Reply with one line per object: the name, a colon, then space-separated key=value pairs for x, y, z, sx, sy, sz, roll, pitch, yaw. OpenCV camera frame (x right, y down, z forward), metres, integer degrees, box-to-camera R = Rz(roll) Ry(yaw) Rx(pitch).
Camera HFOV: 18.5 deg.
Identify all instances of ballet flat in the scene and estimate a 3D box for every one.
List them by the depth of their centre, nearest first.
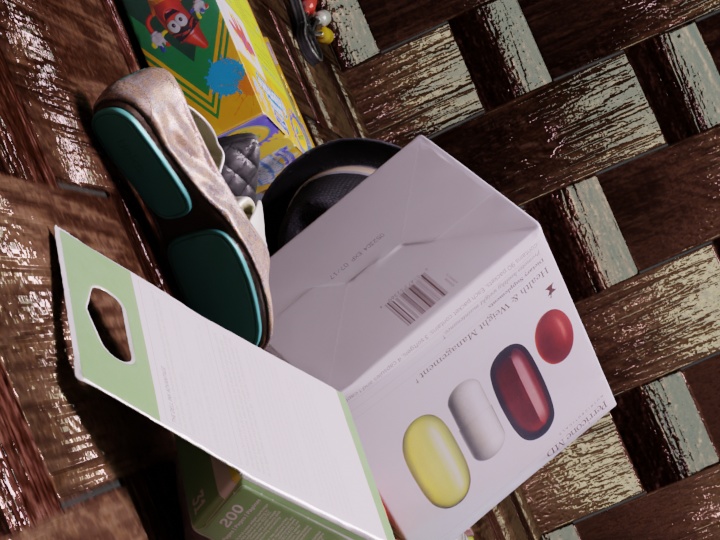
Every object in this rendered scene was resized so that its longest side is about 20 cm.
ballet flat: x=-0.096 y=-0.041 z=1.387 sx=0.067 sy=0.068 sz=0.200 roll=-54 pitch=129 yaw=-43
ballet flat: x=-0.070 y=-0.011 z=1.606 sx=0.067 sy=0.057 sz=0.200 roll=-113 pitch=-179 yaw=-52

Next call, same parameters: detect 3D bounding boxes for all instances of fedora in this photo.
fedora: x=0.000 y=0.000 z=1.687 sx=0.201 sy=0.200 sz=0.092 roll=66 pitch=18 yaw=-3

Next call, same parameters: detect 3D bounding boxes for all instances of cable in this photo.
cable: x=-0.068 y=-0.343 z=3.056 sx=0.200 sy=0.050 sz=0.097 roll=-98 pitch=163 yaw=-75

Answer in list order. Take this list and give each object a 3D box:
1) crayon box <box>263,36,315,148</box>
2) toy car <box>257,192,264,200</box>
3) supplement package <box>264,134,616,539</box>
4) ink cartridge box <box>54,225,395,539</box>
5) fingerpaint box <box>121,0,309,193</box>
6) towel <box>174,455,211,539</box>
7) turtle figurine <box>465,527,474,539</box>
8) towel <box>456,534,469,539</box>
crayon box: x=-0.092 y=-0.146 z=2.007 sx=0.200 sy=0.051 sz=0.126 roll=-55 pitch=122 yaw=-83
toy car: x=-0.021 y=-0.010 z=1.930 sx=0.200 sy=0.158 sz=0.165 roll=6 pitch=52 yaw=-50
supplement package: x=0.043 y=0.057 z=1.549 sx=0.147 sy=0.191 sz=0.200 roll=41 pitch=-14 yaw=43
ink cartridge box: x=-0.080 y=0.074 z=1.127 sx=0.200 sy=0.048 sz=0.146 roll=30 pitch=21 yaw=-27
fingerpaint box: x=-0.115 y=-0.159 z=1.727 sx=0.200 sy=0.073 sz=0.167 roll=38 pitch=28 yaw=-78
towel: x=-0.008 y=0.188 z=1.130 sx=0.191 sy=0.032 sz=0.200 roll=31 pitch=20 yaw=-25
turtle figurine: x=0.082 y=0.200 z=2.172 sx=0.161 sy=0.064 sz=0.200 roll=-91 pitch=157 yaw=-76
towel: x=0.088 y=0.297 z=1.760 sx=0.200 sy=0.034 sz=0.193 roll=55 pitch=29 yaw=-59
